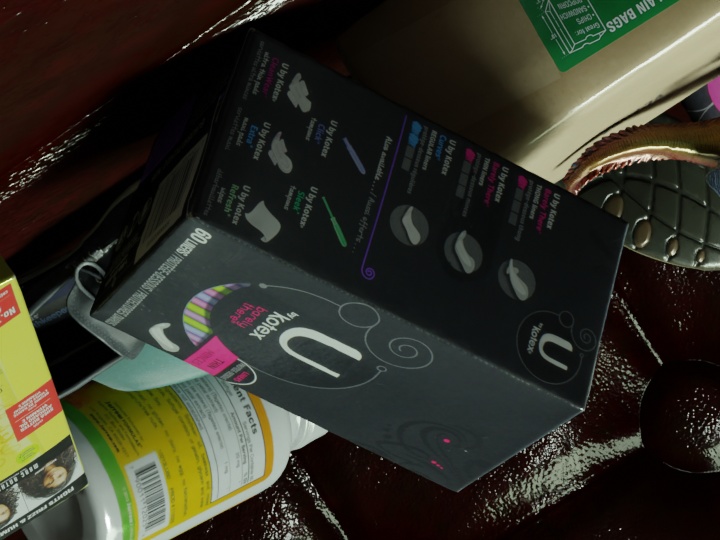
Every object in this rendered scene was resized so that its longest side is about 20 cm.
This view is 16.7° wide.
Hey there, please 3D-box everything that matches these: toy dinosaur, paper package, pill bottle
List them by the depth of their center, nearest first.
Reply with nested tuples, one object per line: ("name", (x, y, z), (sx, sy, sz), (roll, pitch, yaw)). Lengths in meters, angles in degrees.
("paper package", (0.109, -0.120, 1.208), (0.200, 0.104, 0.191), (-33, 173, 14))
("toy dinosaur", (0.229, -0.087, 1.250), (0.199, 0.105, 0.181), (8, -166, 23))
("pill bottle", (-0.114, 0.102, 1.513), (0.200, 0.111, 0.111), (-25, 170, -36))

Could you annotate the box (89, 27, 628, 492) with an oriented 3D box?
("box", (0.000, 0.000, 1.100), (0.122, 0.200, 0.106), (-41, -152, 55))

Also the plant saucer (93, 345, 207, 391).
("plant saucer", (-0.081, 0.028, 1.433), (0.199, 0.036, 0.200), (-19, -170, 3))

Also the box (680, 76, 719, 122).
("box", (0.253, -0.174, 1.333), (0.200, 0.132, 0.115), (-37, 170, 38))

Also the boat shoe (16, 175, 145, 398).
("boat shoe", (-0.118, 0.010, 1.218), (0.200, 0.075, 0.062), (-31, -145, 21))

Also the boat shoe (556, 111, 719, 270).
("boat shoe", (0.131, -0.070, 1.365), (0.076, 0.200, 0.074), (-60, 174, 10))

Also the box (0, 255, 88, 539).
("box", (-0.179, 0.054, 1.115), (0.075, 0.050, 0.200), (-31, 151, -15))
